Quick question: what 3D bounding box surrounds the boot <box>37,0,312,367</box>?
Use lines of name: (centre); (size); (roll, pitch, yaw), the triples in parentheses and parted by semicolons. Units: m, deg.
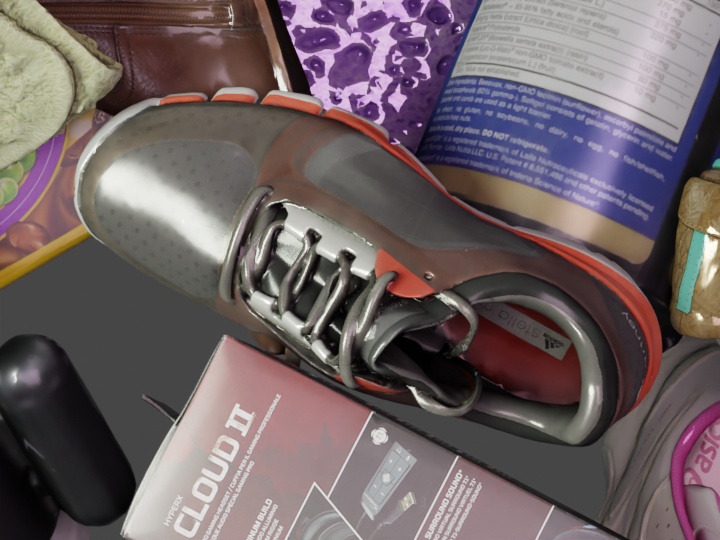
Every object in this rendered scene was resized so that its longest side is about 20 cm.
boot: (-0.115, -0.053, 0.951); (0.199, 0.064, 0.187); (-4, 98, 2)

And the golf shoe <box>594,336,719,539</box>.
golf shoe: (0.111, 0.118, 1.011); (0.075, 0.092, 0.201); (16, 86, -13)

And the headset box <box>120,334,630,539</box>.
headset box: (0.016, 0.093, 0.914); (0.199, 0.149, 0.075); (27, 86, 8)

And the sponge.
sponge: (-0.021, -0.102, 1.026); (0.111, 0.030, 0.200); (-30, 93, -10)

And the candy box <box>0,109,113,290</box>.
candy box: (-0.130, -0.050, 0.991); (0.200, 0.026, 0.102); (-30, 91, 0)

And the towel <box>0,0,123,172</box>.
towel: (-0.191, -0.056, 0.890); (0.148, 0.200, 0.037); (38, 39, -33)

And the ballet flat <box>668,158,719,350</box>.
ballet flat: (0.170, 0.027, 0.957); (0.200, 0.068, 0.073); (25, 88, -44)

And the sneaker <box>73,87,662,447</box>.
sneaker: (0.000, 0.000, 0.878); (0.199, 0.082, 0.077); (19, 108, 5)

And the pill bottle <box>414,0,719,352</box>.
pill bottle: (0.095, -0.081, 0.979); (0.112, 0.112, 0.201); (24, 80, -9)

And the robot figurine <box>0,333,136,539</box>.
robot figurine: (-0.167, 0.062, 0.893); (0.125, 0.150, 0.200); (-46, 134, -21)
